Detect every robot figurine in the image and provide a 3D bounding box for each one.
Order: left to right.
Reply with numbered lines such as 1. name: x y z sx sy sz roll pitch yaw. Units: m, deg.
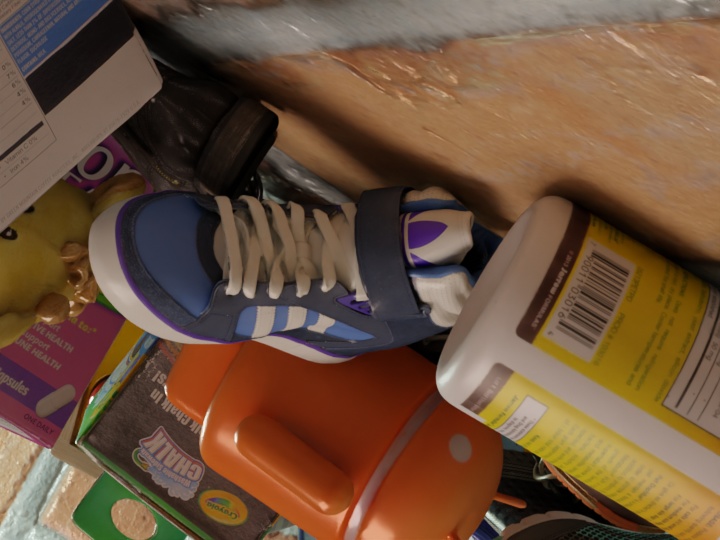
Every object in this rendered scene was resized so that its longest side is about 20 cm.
1. robot figurine: -0.006 0.087 1.505 0.199 0.117 0.144 33 164 14

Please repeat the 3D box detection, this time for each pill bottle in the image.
1. pill bottle: 0.142 0.058 1.280 0.199 0.110 0.109 31 170 -4

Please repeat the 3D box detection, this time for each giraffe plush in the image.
1. giraffe plush: -0.203 -0.019 1.420 0.199 0.174 0.162 18 177 -33

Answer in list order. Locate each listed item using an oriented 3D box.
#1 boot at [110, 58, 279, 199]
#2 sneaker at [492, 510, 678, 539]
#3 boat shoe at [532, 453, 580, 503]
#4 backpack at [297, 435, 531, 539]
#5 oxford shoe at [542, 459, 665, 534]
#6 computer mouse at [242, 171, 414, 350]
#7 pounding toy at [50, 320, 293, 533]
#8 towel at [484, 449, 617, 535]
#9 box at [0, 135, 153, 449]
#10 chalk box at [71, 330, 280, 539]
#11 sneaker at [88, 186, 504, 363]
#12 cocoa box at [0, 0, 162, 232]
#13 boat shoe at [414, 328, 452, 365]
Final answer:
1. boot: -0.131 -0.097 1.461 0.174 0.069 0.200 33 164 0
2. sneaker: 0.154 0.171 1.503 0.199 0.078 0.091 0 180 -34
3. boat shoe: 0.136 0.107 1.681 0.199 0.064 0.071 29 171 7
4. backpack: 0.039 0.164 1.853 0.182 0.201 0.135 27 170 21
5. oxford shoe: 0.198 0.120 1.603 0.199 0.072 0.073 22 152 9
6. computer mouse: 0.000 0.000 1.594 0.200 0.046 0.140 39 180 12
7. pounding toy: -0.122 0.057 1.886 0.183 0.201 0.142 25 -163 26
8. towel: 0.162 0.171 1.708 0.199 0.035 0.192 11 -162 -33
9. box: -0.210 -0.032 1.580 0.176 0.201 0.096 37 167 -35
10. chalk box: -0.087 0.087 1.648 0.124 0.200 0.124 39 -176 -7
11. sneaker: -0.018 -0.014 1.367 0.146 0.081 0.199 -24 151 37
12. cocoa box: -0.218 -0.115 1.297 0.199 0.133 0.132 19 145 46
13. boat shoe: 0.109 0.052 1.478 0.199 0.063 0.073 23 169 41
